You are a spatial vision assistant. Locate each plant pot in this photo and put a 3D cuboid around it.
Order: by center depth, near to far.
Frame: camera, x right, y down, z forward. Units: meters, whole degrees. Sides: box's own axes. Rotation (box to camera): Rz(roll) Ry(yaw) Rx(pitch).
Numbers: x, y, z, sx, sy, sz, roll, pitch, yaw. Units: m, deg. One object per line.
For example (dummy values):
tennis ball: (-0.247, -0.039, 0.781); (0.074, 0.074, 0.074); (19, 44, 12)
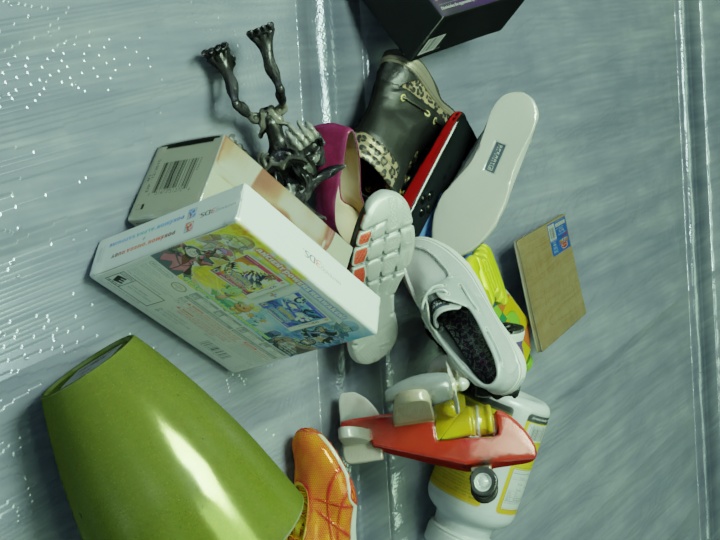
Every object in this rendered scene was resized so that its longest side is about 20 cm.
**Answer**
plant pot: (-0.178, 0.164, 0.915); (0.187, 0.186, 0.202); (-41, 103, -41)

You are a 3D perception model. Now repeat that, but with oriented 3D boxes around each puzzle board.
puzzle board: (0.263, 0.013, 1.504); (0.199, 0.017, 0.153); (-26, 103, -59)

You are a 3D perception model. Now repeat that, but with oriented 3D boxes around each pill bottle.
pill bottle: (0.146, 0.238, 1.297); (0.111, 0.111, 0.203); (18, 92, -47)

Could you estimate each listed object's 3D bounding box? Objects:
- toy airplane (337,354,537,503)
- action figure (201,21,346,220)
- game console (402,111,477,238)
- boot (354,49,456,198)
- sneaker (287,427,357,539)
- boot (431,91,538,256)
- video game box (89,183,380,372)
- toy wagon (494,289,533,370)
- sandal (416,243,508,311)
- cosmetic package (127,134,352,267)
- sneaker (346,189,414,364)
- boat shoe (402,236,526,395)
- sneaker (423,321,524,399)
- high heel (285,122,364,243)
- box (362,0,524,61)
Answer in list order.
toy airplane: (0.070, 0.158, 1.169); (0.197, 0.199, 0.143); (25, 72, -32)
action figure: (-0.090, -0.130, 1.055); (0.102, 0.117, 0.203); (-57, 128, -72)
game console: (0.106, -0.065, 1.275); (0.178, 0.031, 0.200); (-58, 149, -11)
boot: (0.057, -0.136, 1.255); (0.201, 0.072, 0.152); (53, 55, -42)
sneaker: (-0.046, 0.265, 1.125); (0.076, 0.072, 0.203); (-12, 95, -38)
boot: (0.148, -0.103, 1.239); (0.202, 0.072, 0.090); (-60, 169, 2)
video game box: (-0.110, 0.015, 0.972); (0.200, 0.180, 0.047); (41, 47, -41)
toy wagon: (0.161, 0.126, 1.389); (0.155, 0.039, 0.202); (49, 54, -36)
sandal: (0.119, 0.019, 1.263); (0.081, 0.086, 0.200); (70, 17, 6)
cosmetic package: (-0.110, -0.035, 1.036); (0.200, 0.102, 0.088); (42, 57, -41)
sneaker: (0.000, 0.000, 1.149); (0.076, 0.082, 0.203); (-8, 122, -31)
boat shoe: (0.095, 0.045, 1.127); (0.068, 0.072, 0.202); (12, 45, -60)
sneaker: (0.125, 0.101, 1.249); (0.075, 0.200, 0.089); (-6, 96, -16)
high heel: (-0.005, -0.073, 1.162); (0.068, 0.095, 0.202); (-50, 124, -37)
box: (0.090, -0.339, 1.254); (0.142, 0.079, 0.199); (51, 43, 10)
